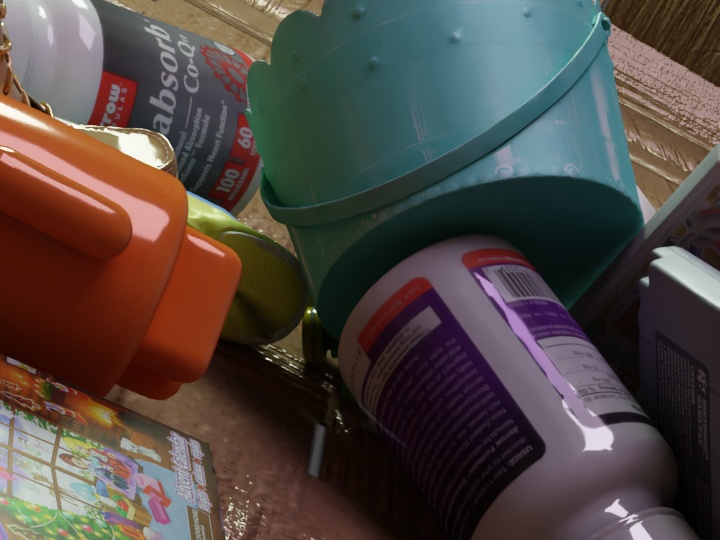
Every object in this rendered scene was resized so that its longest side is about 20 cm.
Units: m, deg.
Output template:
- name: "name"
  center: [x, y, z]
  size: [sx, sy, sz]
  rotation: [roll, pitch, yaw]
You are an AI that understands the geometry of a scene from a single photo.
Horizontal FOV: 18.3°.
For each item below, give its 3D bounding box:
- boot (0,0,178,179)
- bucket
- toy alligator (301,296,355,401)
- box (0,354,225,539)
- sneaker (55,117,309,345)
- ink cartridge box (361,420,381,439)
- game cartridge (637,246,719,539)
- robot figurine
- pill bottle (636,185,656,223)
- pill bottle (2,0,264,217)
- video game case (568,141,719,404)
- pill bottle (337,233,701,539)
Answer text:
- name: "boot"
  center: [-0.169, -0.094, 1.058]
  size: [0.199, 0.156, 0.073]
  rotation: [-1, 30, -26]
- name: "bucket"
  center: [0.046, -0.056, 1.165]
  size: [0.206, 0.207, 0.136]
  rotation: [16, 49, -43]
- name: "toy alligator"
  center: [0.000, 0.000, 1.281]
  size: [0.059, 0.055, 0.201]
  rotation: [1, 32, 4]
- name: "box"
  center: [-0.116, 0.092, 0.830]
  size: [0.136, 0.039, 0.200]
  rotation: [24, 14, -15]
- name: "sneaker"
  center: [-0.124, -0.022, 1.206]
  size: [0.199, 0.076, 0.105]
  rotation: [32, 0, -16]
- name: "ink cartridge box"
  center: [0.109, 0.104, 1.202]
  size: [0.199, 0.060, 0.104]
  rotation: [31, 14, 10]
- name: "game cartridge"
  center: [0.169, 0.101, 1.046]
  size: [0.041, 0.202, 0.133]
  rotation: [-6, 16, -9]
- name: "robot figurine"
  center: [-0.155, -0.012, 0.984]
  size: [0.199, 0.117, 0.144]
  rotation: [26, 16, -15]
- name: "pill bottle"
  center: [0.161, 0.008, 1.495]
  size: [0.114, 0.115, 0.200]
  rotation: [35, -2, 27]
- name: "pill bottle"
  center: [-0.155, -0.097, 1.294]
  size: [0.199, 0.116, 0.116]
  rotation: [16, 18, -42]
- name: "video game case"
  center: [0.210, 0.036, 1.155]
  size: [0.181, 0.200, 0.023]
  rotation: [26, 47, -10]
- name: "pill bottle"
  center: [0.081, 0.088, 1.063]
  size: [0.111, 0.112, 0.200]
  rotation: [14, 33, -47]
